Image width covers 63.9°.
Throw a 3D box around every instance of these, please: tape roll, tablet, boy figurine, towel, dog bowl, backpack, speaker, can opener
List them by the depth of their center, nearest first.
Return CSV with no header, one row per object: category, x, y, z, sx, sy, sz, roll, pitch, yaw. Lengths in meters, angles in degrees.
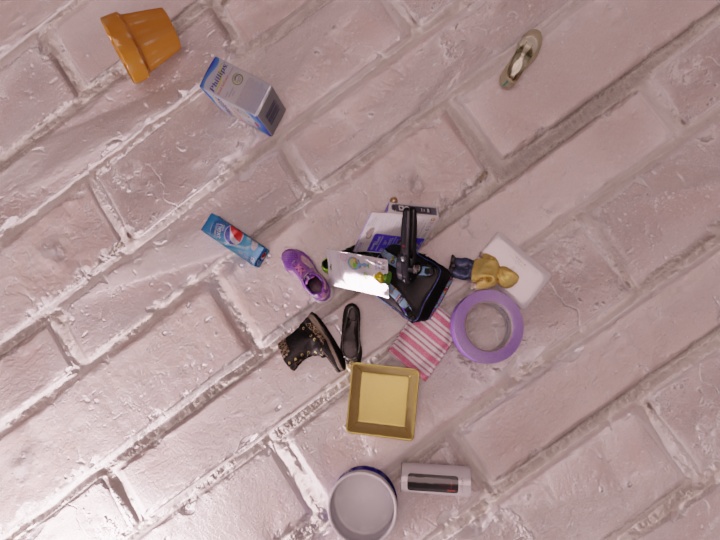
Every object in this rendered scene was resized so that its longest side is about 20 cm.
can opener,0.123,-0.064,1.506,0.077,0.063,0.204,10,109,29
speaker,0.211,0.584,1.616,0.196,0.081,0.083,2,86,6
backpack,0.133,0.028,1.627,0.199,0.134,0.185,32,102,29
tape roll,0.354,0.159,1.629,0.196,0.066,0.205,0,82,0
dog bowl,0.008,0.662,1.631,0.196,0.079,0.205,0,85,6
boy figurine,0.349,0.001,1.638,0.196,0.065,0.126,8,57,11
tablet,0.436,-0.001,1.671,0.199,0.014,0.131,41,91,8
towel,0.189,0.198,1.673,0.145,0.030,0.201,36,90,7

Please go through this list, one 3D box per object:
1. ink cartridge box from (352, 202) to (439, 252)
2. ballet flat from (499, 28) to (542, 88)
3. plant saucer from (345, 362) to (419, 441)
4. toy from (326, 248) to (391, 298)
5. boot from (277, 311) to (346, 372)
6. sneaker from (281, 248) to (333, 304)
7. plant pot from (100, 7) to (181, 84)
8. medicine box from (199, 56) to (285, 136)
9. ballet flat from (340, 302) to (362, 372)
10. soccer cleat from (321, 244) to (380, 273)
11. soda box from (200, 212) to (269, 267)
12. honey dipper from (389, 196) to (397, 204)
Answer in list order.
ink cartridge box,0.093,-0.113,1.600,0.196,0.199,0.044,3,59,-17
ballet flat,0.476,-0.626,1.689,0.069,0.069,0.202,29,89,7
plant saucer,0.064,0.372,1.660,0.196,0.048,0.205,5,89,5
toy,0.000,0.000,1.615,0.197,0.047,0.117,14,120,31
boot,-0.142,0.240,1.673,0.150,0.073,0.201,-36,68,4
sneaker,-0.159,0.011,1.697,0.080,0.088,0.200,-44,81,2
plant pot,-0.659,-0.705,1.766,0.181,0.200,0.202,-30,83,-13
medicine box,-0.343,-0.510,1.709,0.197,0.182,0.104,28,88,8
ballet flat,-0.030,0.197,1.681,0.065,0.057,0.205,-2,90,5
soccer cleat,-0.023,-0.041,1.689,0.197,0.081,0.069,-24,83,4
soda box,-0.375,-0.091,1.737,0.198,0.068,0.065,33,90,8
honey dipper,0.098,-0.173,1.626,0.037,0.200,0.039,-1,85,7
